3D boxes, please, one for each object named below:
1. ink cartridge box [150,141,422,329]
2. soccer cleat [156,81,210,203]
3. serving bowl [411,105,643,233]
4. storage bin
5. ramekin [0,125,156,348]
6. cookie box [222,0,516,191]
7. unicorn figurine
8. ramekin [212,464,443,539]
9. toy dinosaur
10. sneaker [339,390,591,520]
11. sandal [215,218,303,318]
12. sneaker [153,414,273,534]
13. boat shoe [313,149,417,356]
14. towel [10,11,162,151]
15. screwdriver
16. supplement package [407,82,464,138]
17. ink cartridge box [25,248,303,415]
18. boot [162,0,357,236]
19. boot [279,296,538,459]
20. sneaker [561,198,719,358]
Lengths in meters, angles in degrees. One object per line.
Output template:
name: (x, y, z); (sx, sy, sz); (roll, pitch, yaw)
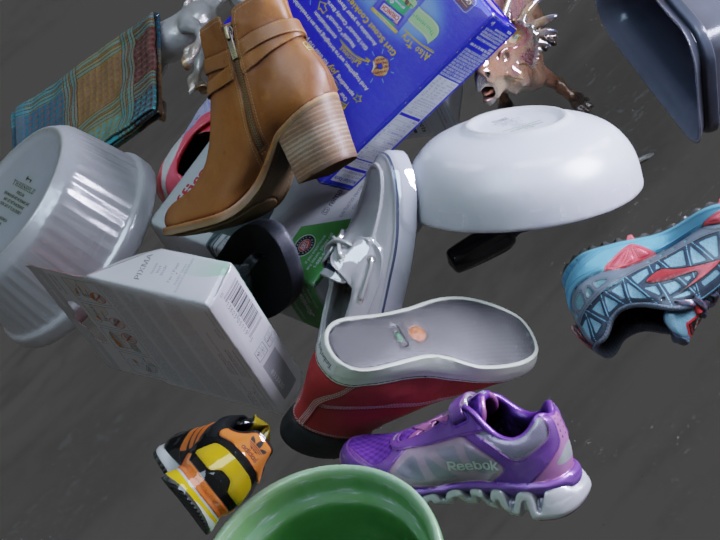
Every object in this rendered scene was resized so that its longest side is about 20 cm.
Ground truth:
ink cartridge box: (-0.064, -0.046, 1.698); (0.199, 0.083, 0.147); (19, 64, 35)
soccer cleat: (-0.126, -0.142, 1.803); (0.201, 0.066, 0.076); (-60, 13, -19)
serving bowl: (0.131, -0.093, 1.589); (0.198, 0.066, 0.200); (-7, 17, 2)
storage bin: (0.298, -0.234, 1.650); (0.133, 0.146, 0.201); (-23, 47, -7)
ramekin: (-0.283, -0.039, 1.742); (0.202, 0.094, 0.203); (-36, 34, 29)
cookie box: (-0.001, -0.196, 1.606); (0.200, 0.075, 0.172); (-43, 72, 13)
unicorn figurine: (-0.172, -0.223, 1.897); (0.198, 0.074, 0.138); (-14, 48, 16)
ramekin: (-0.017, 0.254, 1.428); (0.198, 0.098, 0.201); (-13, 49, 16)
toy dinosaur: (0.133, -0.209, 1.697); (0.085, 0.136, 0.201); (-22, 44, 8)
sneaker: (0.076, 0.132, 1.474); (0.198, 0.089, 0.081); (1, 24, 23)
sandal: (-0.112, 0.020, 1.632); (0.043, 0.076, 0.200); (-33, -1, -40)
sneaker: (-0.107, 0.150, 1.523); (0.090, 0.070, 0.200); (-38, 6, -5)
boat shoe: (0.000, 0.000, 1.573); (0.073, 0.065, 0.202); (-169, 86, -68)
towel: (-0.269, -0.153, 1.882); (0.199, 0.022, 0.148); (-32, 44, 26)
screwdriver: (0.161, -0.055, 1.637); (0.199, 0.029, 0.028); (-31, 47, 1)
supplement package: (0.028, -0.244, 1.764); (0.110, 0.156, 0.201); (-6, 51, 20)
ink cartridge box: (-0.162, 0.042, 1.623); (0.199, 0.161, 0.050); (14, 60, 33)
boot: (-0.106, -0.123, 1.566); (0.199, 0.076, 0.156); (-28, 83, 36)
boot: (0.036, 0.095, 1.551); (0.198, 0.145, 0.073); (-4, 52, -27)
sneaker: (0.260, 0.015, 1.514); (0.198, 0.079, 0.096); (-21, 57, 20)
